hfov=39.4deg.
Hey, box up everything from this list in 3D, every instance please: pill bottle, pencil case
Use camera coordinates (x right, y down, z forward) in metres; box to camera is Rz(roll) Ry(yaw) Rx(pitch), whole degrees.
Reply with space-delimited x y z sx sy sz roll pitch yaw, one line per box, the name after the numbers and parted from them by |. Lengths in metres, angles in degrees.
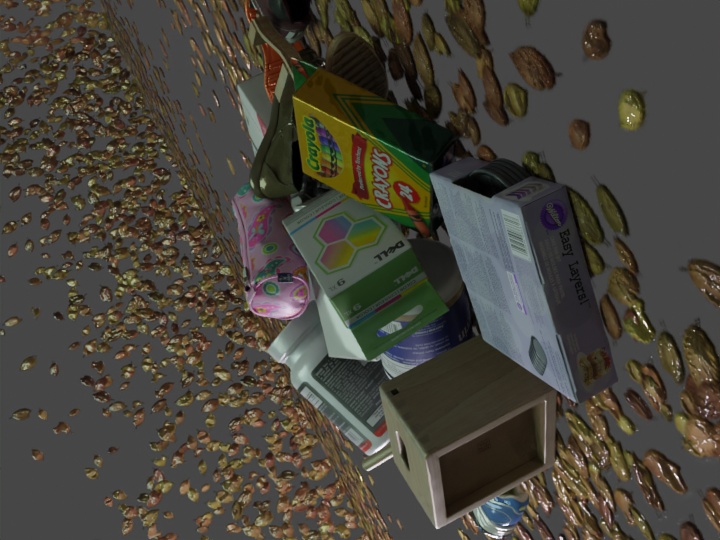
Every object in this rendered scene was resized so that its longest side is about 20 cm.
-0.021 0.140 1.343 0.200 0.116 0.116 43 165 3 | pill bottle
-0.116 -0.029 1.282 0.088 0.087 0.200 78 179 -46 | pencil case
0.074 0.070 1.175 0.116 0.115 0.201 52 162 45 | pill bottle

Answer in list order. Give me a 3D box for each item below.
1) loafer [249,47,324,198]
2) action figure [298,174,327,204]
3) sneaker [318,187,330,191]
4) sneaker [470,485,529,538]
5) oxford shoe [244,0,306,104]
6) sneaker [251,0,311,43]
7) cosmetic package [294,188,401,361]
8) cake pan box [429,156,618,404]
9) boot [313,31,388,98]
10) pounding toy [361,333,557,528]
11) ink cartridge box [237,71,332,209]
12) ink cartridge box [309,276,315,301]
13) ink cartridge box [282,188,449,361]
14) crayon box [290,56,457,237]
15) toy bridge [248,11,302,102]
-0.078 -0.182 1.276 0.067 0.201 0.076 16 178 20 | loafer
-0.039 -0.101 1.357 0.119 0.102 0.201 26 -112 -89 | action figure
-0.034 -0.042 1.428 0.200 0.075 0.088 51 121 35 | sneaker
0.158 0.238 1.296 0.200 0.075 0.077 61 141 27 | sneaker
-0.101 -0.291 1.352 0.073 0.071 0.201 -97 -6 -63 | oxford shoe
-0.113 -0.376 1.216 0.200 0.076 0.115 57 164 -12 | sneaker
0.000 0.000 1.254 0.085 0.107 0.201 1 109 38 | cosmetic package
0.142 -0.001 0.910 0.184 0.052 0.201 30 143 66 | cake pan box
-0.027 -0.205 1.157 0.166 0.072 0.200 48 163 47 | boot
0.100 0.176 1.110 0.142 0.184 0.200 55 164 39 | pounding toy
-0.105 -0.181 1.503 0.146 0.085 0.200 57 167 33 | ink cartridge box
-0.098 -0.014 1.603 0.145 0.088 0.200 37 -170 -21 | ink cartridge box
0.002 -0.008 1.084 0.200 0.104 0.059 57 178 45 | ink cartridge box
0.002 -0.127 1.043 0.199 0.051 0.127 29 154 20 | crayon box
-0.083 -0.226 1.190 0.201 0.027 0.067 64 158 16 | toy bridge
